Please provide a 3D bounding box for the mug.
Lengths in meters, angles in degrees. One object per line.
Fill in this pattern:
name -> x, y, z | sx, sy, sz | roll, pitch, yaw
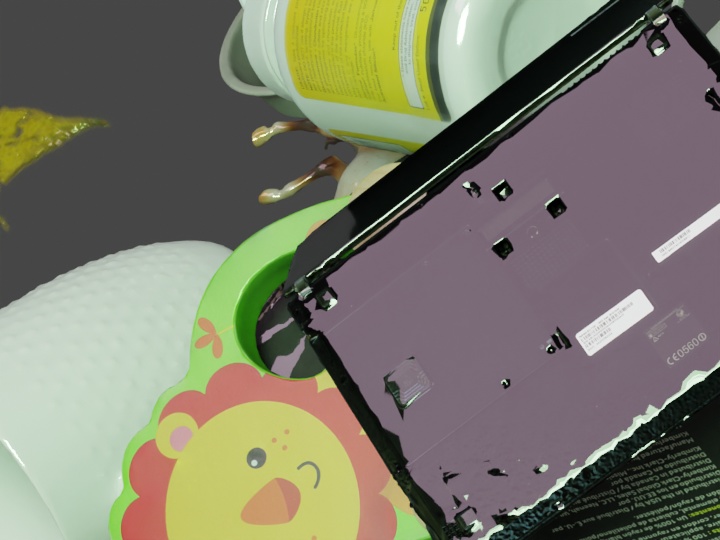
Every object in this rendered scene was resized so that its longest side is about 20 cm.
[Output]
mug -> -0.106, 0.073, 1.057 | 0.175, 0.148, 0.200 | -36, 34, -28

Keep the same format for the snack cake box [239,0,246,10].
snack cake box -> 0.047, -0.166, 1.118 | 0.200, 0.115, 0.067 | -31, 76, 19

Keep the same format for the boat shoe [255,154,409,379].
boat shoe -> 0.000, 0.000, 0.998 | 0.072, 0.065, 0.200 | 41, 68, 18

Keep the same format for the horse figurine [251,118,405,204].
horse figurine -> -0.007, -0.040, 1.181 | 0.132, 0.050, 0.200 | -9, 39, 20

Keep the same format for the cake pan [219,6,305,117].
cake pan -> 0.004, -0.166, 1.304 | 0.200, 0.037, 0.200 | -27, 31, 17

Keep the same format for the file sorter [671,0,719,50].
file sorter -> 0.214, -0.130, 1.008 | 0.139, 0.125, 0.200 | -45, 35, -5

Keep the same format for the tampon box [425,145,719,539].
tampon box -> 0.125, 0.051, 0.836 | 0.126, 0.200, 0.150 | -20, 40, 28

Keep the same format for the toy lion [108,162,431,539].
toy lion -> -0.024, 0.074, 0.923 | 0.192, 0.069, 0.200 | -18, 69, 16

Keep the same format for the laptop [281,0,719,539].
laptop -> 0.072, -0.007, 0.766 | 0.177, 0.103, 0.200 | -38, 61, 8

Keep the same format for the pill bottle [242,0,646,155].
pill bottle -> 0.030, -0.109, 0.969 | 0.112, 0.112, 0.200 | -53, 33, -15
